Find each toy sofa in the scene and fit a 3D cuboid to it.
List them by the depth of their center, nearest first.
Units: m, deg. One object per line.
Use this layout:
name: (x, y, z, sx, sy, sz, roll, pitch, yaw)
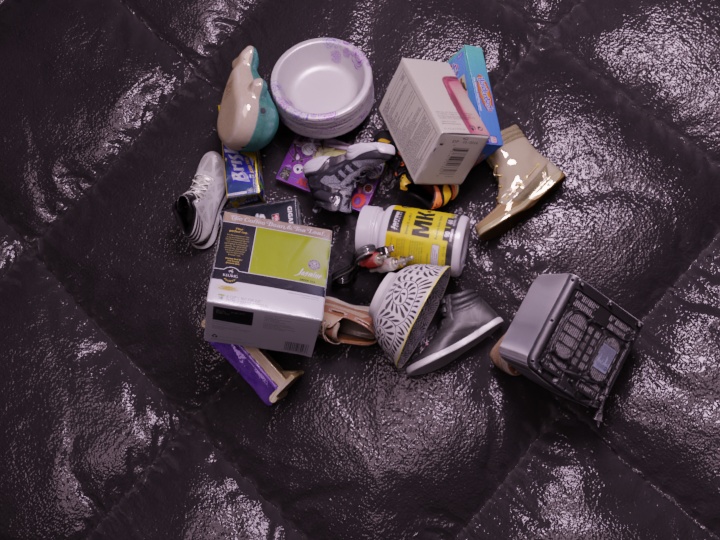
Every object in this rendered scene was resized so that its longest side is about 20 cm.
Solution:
toy sofa: (-0.208, 0.158, 1.637, 0.098, 0.083, 0.200, -44, 83, 6)

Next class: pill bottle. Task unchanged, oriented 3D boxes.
pill bottle: (0.096, -0.059, 1.639, 0.198, 0.114, 0.116, 9, 78, 12)

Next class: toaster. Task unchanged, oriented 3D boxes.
toaster: (0.355, 0.126, 1.504, 0.180, 0.118, 0.201, 31, 83, -20)

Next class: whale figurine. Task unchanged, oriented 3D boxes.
whale figurine: (-0.209, -0.324, 1.699, 0.103, 0.159, 0.202, 11, 68, -31)

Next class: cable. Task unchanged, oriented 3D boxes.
cable: (0.000, 0.000, 1.608, 0.199, 0.096, 0.051, -29, 64, 44)

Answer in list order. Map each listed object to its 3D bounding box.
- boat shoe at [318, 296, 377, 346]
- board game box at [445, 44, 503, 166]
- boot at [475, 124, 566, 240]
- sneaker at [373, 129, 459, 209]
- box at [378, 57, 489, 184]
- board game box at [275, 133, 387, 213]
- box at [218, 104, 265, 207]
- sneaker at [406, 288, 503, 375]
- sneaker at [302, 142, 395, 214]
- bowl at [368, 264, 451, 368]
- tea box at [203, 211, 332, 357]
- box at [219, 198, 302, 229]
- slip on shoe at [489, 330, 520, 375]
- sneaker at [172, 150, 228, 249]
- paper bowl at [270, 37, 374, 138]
boat shoe: (-0.049, 0.097, 1.636, 0.198, 0.072, 0.077, 4, 117, 12)
board game box: (0.189, -0.295, 1.666, 0.045, 0.152, 0.202, -1, 73, -30)
boot: (0.262, -0.166, 1.656, 0.199, 0.073, 0.156, -38, 73, -2)
sneaker: (0.091, -0.192, 1.663, 0.200, 0.070, 0.090, 41, 45, 14)
box: (0.131, -0.271, 1.613, 0.108, 0.128, 0.201, -2, 52, -28)
board game box: (-0.055, -0.198, 1.748, 0.198, 0.032, 0.121, 22, 85, 15)
box: (-0.237, -0.232, 1.769, 0.069, 0.064, 0.202, -9, 74, 4)
sneaker: (0.152, 0.108, 1.614, 0.199, 0.071, 0.100, -32, 71, -5)
sneaker: (-0.016, -0.169, 1.669, 0.198, 0.075, 0.115, -13, 81, 31)
bowl: (0.074, 0.063, 1.565, 0.094, 0.201, 0.202, 27, 82, 13)
tea box: (-0.163, 0.024, 1.563, 0.198, 0.134, 0.198, 10, 55, -6)
box: (-0.186, -0.028, 1.719, 0.157, 0.046, 0.202, -8, 76, 9)
slip on shoe: (0.311, 0.101, 1.588, 0.200, 0.076, 0.060, -50, 31, -12)
sneaker: (-0.311, -0.152, 1.737, 0.075, 0.115, 0.203, 4, 77, 12)
paper bowl: (-0.072, -0.347, 1.735, 0.198, 0.105, 0.203, -2, 63, 5)
